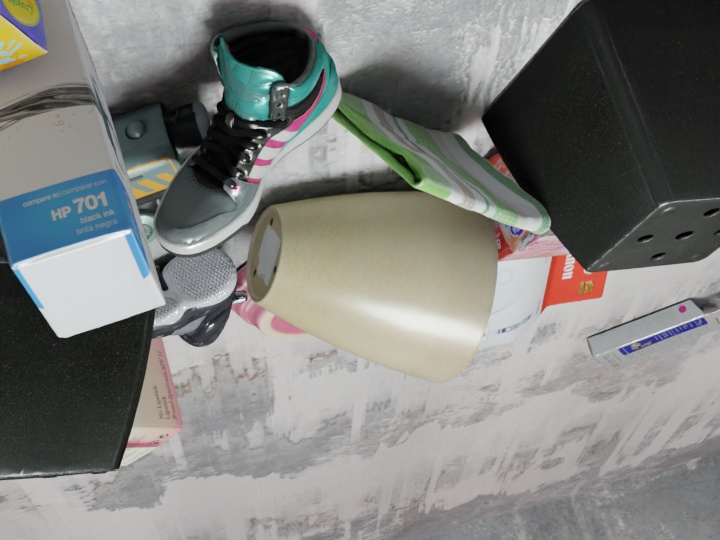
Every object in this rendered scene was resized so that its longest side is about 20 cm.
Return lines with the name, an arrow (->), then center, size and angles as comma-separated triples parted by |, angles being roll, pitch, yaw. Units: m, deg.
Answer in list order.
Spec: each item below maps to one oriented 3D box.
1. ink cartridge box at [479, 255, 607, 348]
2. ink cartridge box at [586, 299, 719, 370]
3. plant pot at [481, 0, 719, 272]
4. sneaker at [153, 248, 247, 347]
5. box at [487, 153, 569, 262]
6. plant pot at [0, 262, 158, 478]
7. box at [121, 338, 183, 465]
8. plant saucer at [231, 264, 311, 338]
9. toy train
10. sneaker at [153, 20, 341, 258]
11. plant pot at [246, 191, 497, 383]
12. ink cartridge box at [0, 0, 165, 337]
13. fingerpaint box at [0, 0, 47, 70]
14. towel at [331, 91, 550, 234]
ink cartridge box -> 0.196, 0.012, 1.761 | 0.199, 0.047, 0.161 | -10, 140, -11
ink cartridge box -> 0.423, 0.085, 2.205 | 0.199, 0.037, 0.095 | -20, 159, 16
plant pot -> 0.253, -0.109, 1.376 | 0.199, 0.178, 0.200 | -4, 156, -27
sneaker -> -0.207, 0.048, 1.567 | 0.199, 0.076, 0.114 | -20, 157, 3
box -> 0.226, -0.073, 1.534 | 0.199, 0.103, 0.095 | -7, 168, -27
plant pot -> -0.301, 0.094, 1.379 | 0.199, 0.178, 0.200 | 0, 171, -36
box -> -0.301, 0.125, 1.623 | 0.109, 0.128, 0.199 | -32, 155, 36
plant saucer -> -0.041, 0.020, 1.663 | 0.199, 0.051, 0.201 | -14, 159, -5
toy train -> -0.198, -0.074, 1.266 | 0.199, 0.086, 0.114 | -18, 150, 3
sneaker -> -0.089, -0.110, 1.167 | 0.200, 0.083, 0.121 | -52, 157, -20
plant pot -> 0.000, 0.000, 1.500 | 0.199, 0.188, 0.187 | 11, 150, -23
ink cartridge box -> -0.207, -0.076, 1.073 | 0.085, 0.201, 0.147 | -16, 160, -4
fingerpaint box -> -0.309, -0.169, 0.932 | 0.166, 0.074, 0.200 | -19, 160, 13
towel -> 0.067, -0.094, 1.340 | 0.200, 0.149, 0.031 | 17, 110, -52
